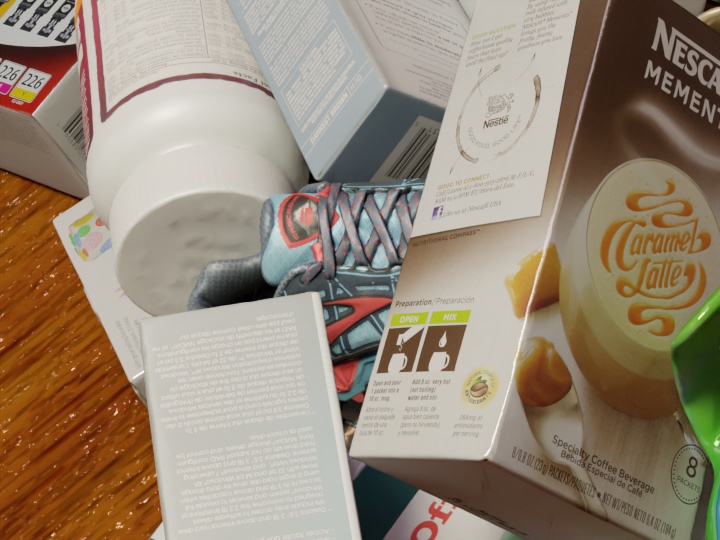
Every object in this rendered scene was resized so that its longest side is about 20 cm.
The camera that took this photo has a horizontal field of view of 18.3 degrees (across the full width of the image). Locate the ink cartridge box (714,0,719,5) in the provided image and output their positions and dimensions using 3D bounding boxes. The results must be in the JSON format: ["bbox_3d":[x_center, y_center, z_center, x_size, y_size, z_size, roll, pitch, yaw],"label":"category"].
[{"bbox_3d":[0.220,-0.210,1.166,0.200,0.076,0.148,29,70,42],"label":"ink cartridge box"}]

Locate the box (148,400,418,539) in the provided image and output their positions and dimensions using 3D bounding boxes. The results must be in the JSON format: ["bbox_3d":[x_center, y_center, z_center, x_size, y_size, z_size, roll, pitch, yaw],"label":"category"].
[{"bbox_3d":[-0.018,0.093,1.056,0.082,0.049,0.200,20,64,41],"label":"box"}]

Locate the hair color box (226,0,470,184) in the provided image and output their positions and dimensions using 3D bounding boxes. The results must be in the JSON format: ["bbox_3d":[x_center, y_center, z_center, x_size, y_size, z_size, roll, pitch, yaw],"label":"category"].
[{"bbox_3d":[0.000,-0.115,1.076,0.061,0.099,0.200,-51,42,26],"label":"hair color box"}]

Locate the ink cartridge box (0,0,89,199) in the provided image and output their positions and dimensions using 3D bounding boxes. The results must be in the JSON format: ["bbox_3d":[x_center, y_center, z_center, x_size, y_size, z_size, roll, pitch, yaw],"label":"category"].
[{"bbox_3d":[-0.183,-0.150,1.341,0.200,0.084,0.176,19,63,41],"label":"ink cartridge box"}]

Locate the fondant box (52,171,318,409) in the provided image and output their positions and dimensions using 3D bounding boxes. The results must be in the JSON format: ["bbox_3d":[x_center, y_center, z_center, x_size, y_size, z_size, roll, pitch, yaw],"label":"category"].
[{"bbox_3d":[-0.047,-0.024,1.171,0.200,0.058,0.144,-32,43,0],"label":"fondant box"}]

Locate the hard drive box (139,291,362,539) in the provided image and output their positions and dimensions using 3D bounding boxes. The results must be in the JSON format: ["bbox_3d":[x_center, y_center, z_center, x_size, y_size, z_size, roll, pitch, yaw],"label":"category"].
[{"bbox_3d":[-0.035,0.134,0.907,0.077,0.156,0.200,-9,65,-3],"label":"hard drive box"}]

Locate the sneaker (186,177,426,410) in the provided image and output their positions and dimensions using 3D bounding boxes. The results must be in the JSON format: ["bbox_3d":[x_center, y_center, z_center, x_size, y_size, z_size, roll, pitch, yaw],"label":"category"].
[{"bbox_3d":[0.000,0.000,0.982,0.200,0.095,0.079,-32,35,36],"label":"sneaker"}]

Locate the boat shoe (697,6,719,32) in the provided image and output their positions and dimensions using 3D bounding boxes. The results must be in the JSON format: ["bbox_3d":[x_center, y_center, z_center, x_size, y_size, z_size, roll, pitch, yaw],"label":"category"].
[{"bbox_3d":[0.126,-0.042,0.991,0.072,0.065,0.200,11,46,34],"label":"boat shoe"}]

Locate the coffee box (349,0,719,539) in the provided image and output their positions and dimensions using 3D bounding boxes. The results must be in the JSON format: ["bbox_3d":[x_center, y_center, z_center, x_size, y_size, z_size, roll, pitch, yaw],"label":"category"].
[{"bbox_3d":[0.085,-0.003,0.869,0.080,0.114,0.200,-5,64,49],"label":"coffee box"}]

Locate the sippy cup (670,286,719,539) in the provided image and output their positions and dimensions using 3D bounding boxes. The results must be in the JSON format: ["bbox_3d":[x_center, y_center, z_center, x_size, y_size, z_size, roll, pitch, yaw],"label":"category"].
[{"bbox_3d":[0.195,0.074,0.780,0.177,0.130,0.140,5,63,3],"label":"sippy cup"}]

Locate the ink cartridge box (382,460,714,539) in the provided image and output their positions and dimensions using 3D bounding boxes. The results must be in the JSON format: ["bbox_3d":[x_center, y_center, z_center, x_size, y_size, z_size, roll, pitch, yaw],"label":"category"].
[{"bbox_3d":[0.126,0.117,0.926,0.200,0.084,0.145,20,64,41],"label":"ink cartridge box"}]

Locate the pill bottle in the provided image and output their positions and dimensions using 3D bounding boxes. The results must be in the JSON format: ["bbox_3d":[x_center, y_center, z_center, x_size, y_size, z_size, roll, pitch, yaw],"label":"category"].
[{"bbox_3d":[-0.084,-0.073,1.114,0.109,0.110,0.200,-23,44,11],"label":"pill bottle"}]

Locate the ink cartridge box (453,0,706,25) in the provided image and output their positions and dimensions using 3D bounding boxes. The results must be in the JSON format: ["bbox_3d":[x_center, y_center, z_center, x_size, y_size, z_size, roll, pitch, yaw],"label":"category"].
[{"bbox_3d":[0.084,-0.141,1.124,0.083,0.146,0.200,-7,39,-20],"label":"ink cartridge box"}]
